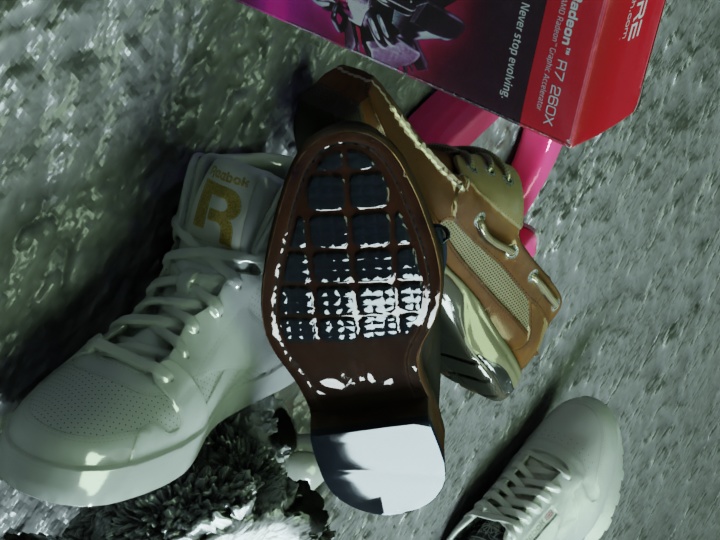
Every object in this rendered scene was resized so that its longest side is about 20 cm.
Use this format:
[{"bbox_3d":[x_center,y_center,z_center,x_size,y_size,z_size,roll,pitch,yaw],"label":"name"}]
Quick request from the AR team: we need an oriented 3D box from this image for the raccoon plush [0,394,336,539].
[{"bbox_3d":[-0.098,0.086,0.849,0.200,0.134,0.097,15,117,-32],"label":"raccoon plush"}]

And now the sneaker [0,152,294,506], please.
[{"bbox_3d":[-0.075,0.010,0.800,0.200,0.074,0.116,-37,143,-60],"label":"sneaker"}]

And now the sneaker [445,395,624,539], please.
[{"bbox_3d":[0.107,0.164,1.310,0.200,0.076,0.081,-58,146,-15],"label":"sneaker"}]

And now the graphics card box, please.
[{"bbox_3d":[0.010,-0.136,0.655,0.051,0.200,0.126,-33,143,-48],"label":"graphics card box"}]

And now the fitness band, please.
[{"bbox_3d":[0.055,-0.037,1.043,0.200,0.037,0.144,-45,150,-36],"label":"fitness band"}]

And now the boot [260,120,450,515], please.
[{"bbox_3d":[0.000,0.000,0.824,0.097,0.075,0.200,-88,175,-49],"label":"boot"}]

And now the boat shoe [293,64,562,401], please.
[{"bbox_3d":[0.036,-0.025,0.928,0.074,0.076,0.200,-45,134,-15],"label":"boat shoe"}]
